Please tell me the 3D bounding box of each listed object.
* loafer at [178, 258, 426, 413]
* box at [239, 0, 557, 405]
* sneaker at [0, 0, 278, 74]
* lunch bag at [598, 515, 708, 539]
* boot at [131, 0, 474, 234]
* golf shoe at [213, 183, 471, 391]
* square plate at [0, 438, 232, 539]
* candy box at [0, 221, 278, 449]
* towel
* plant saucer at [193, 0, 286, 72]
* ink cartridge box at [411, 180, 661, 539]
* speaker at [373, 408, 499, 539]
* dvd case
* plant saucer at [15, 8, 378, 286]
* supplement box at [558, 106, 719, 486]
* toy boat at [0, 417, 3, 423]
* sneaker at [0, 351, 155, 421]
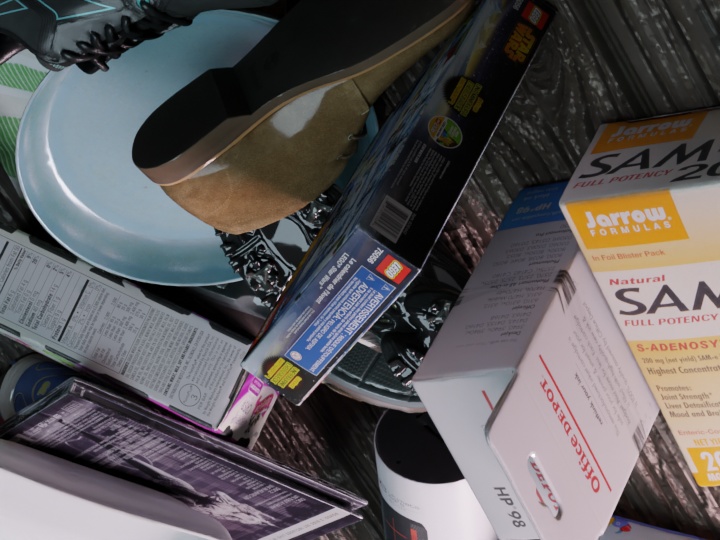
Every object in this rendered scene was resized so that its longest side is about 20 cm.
[{"bbox_3d":[-0.029,0.026,1.322,0.199,0.072,0.063,29,160,14],"label":"loafer"},{"bbox_3d":[0.020,-0.041,1.111,0.040,0.200,0.137,35,140,-6],"label":"box"},{"bbox_3d":[-0.120,-0.135,1.118,0.199,0.080,0.075,6,172,34],"label":"sneaker"},{"bbox_3d":[0.178,0.245,1.384,0.160,0.083,0.201,15,137,16],"label":"lunch bag"},{"bbox_3d":[-0.017,-0.091,1.149,0.199,0.074,0.075,-31,126,15],"label":"boot"},{"bbox_3d":[0.000,0.000,1.243,0.200,0.095,0.078,39,106,-7],"label":"golf shoe"},{"bbox_3d":[-0.186,0.155,1.412,0.199,0.029,0.198,20,157,-8],"label":"square plate"},{"bbox_3d":[-0.151,0.037,1.353,0.199,0.061,0.136,25,174,10],"label":"candy box"},{"bbox_3d":[-0.195,-0.100,1.288,0.152,0.023,0.200,15,146,44],"label":"towel"},{"bbox_3d":[-0.137,-0.163,1.218,0.199,0.035,0.201,18,137,17],"label":"plant saucer"},{"bbox_3d":[0.096,0.057,1.160,0.066,0.200,0.116,-7,126,36],"label":"ink cartridge box"},{"bbox_3d":[0.055,0.168,1.386,0.081,0.081,0.201,14,136,20],"label":"speaker"},{"bbox_3d":[-0.114,0.123,1.356,0.199,0.016,0.149,26,153,-20],"label":"dvd case"},{"bbox_3d":[-0.089,-0.071,1.226,0.199,0.028,0.201,-4,135,-4],"label":"plant saucer"},{"bbox_3d":[0.203,0.015,1.149,0.126,0.074,0.201,-8,125,36],"label":"supplement box"},{"bbox_3d":[-0.261,0.166,1.541,0.199,0.131,0.131,32,139,0],"label":"toy boat"},{"bbox_3d":[-0.147,0.128,1.449,0.200,0.076,0.077,35,168,-22],"label":"sneaker"}]
